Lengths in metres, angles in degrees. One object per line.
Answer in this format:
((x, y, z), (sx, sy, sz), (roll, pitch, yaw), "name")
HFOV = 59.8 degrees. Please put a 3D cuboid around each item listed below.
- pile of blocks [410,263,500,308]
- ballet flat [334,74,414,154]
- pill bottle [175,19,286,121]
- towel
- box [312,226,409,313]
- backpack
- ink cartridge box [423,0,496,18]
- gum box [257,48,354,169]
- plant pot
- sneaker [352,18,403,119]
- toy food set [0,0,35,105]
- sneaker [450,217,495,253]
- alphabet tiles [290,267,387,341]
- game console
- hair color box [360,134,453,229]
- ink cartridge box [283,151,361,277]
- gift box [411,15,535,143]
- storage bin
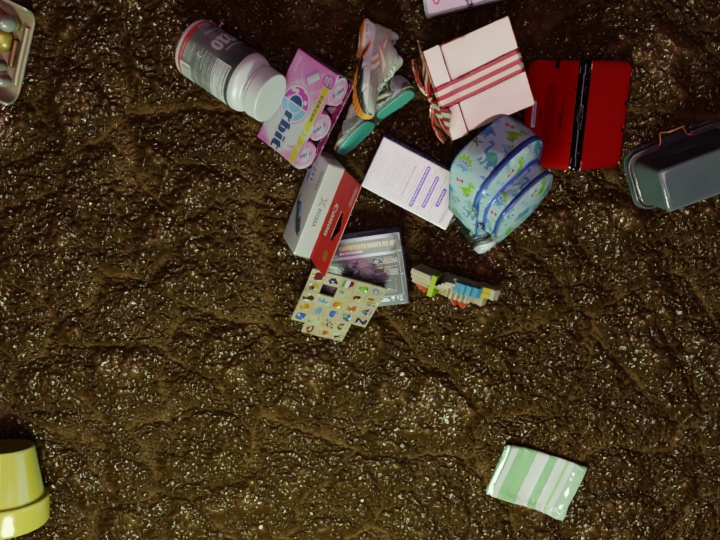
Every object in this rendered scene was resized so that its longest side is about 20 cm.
((0.195, 0.047, 1.326), (0.196, 0.082, 0.063), (16, 108, 0), "pile of blocks")
((0.016, -0.316, 1.248), (0.199, 0.072, 0.072), (-37, 101, 15), "ballet flat")
((-0.244, -0.379, 1.194), (0.198, 0.114, 0.115), (35, 108, 13), "pill bottle")
((0.412, 0.497, 1.476), (0.196, 0.023, 0.155), (18, 107, 0), "towel")
((0.000, 0.000, 1.348), (0.195, 0.048, 0.162), (-8, 106, 8), "box")
((0.255, -0.165, 1.130), (0.183, 0.201, 0.147), (-42, 65, -7), "backpack")
((0.201, -0.557, 1.138), (0.195, 0.083, 0.150), (-9, 107, 7), "ink cartridge box")
((-0.111, -0.311, 1.231), (0.113, 0.066, 0.202), (38, 110, 23), "gum box")
((-0.868, 0.523, 1.529), (0.196, 0.201, 0.194), (1, 92, 5), "plant pot")
((0.037, -0.377, 1.177), (0.090, 0.076, 0.205), (7, 75, -14), "sneaker")
((-0.758, -0.462, 1.272), (0.141, 0.061, 0.203), (24, 107, -3), "toy food set")
((0.269, -0.140, 1.265), (0.113, 0.076, 0.201), (38, 104, -4), "sneaker")
((-0.054, 0.082, 1.345), (0.164, 0.008, 0.201), (15, 134, -14), "alphabet tiles")
((0.419, -0.306, 1.230), (0.170, 0.118, 0.205), (13, 111, 34), "game console")
((0.112, -0.181, 1.274), (0.197, 0.065, 0.111), (28, 107, -1), "hair color box")
((-0.082, -0.117, 1.256), (0.044, 0.177, 0.203), (13, 111, -29), "ink cartridge box")
((0.198, -0.354, 1.146), (0.183, 0.200, 0.188), (-20, 99, 13), "gift box")
((0.624, -0.198, 1.182), (0.196, 0.135, 0.148), (-20, 105, 10), "storage bin")
